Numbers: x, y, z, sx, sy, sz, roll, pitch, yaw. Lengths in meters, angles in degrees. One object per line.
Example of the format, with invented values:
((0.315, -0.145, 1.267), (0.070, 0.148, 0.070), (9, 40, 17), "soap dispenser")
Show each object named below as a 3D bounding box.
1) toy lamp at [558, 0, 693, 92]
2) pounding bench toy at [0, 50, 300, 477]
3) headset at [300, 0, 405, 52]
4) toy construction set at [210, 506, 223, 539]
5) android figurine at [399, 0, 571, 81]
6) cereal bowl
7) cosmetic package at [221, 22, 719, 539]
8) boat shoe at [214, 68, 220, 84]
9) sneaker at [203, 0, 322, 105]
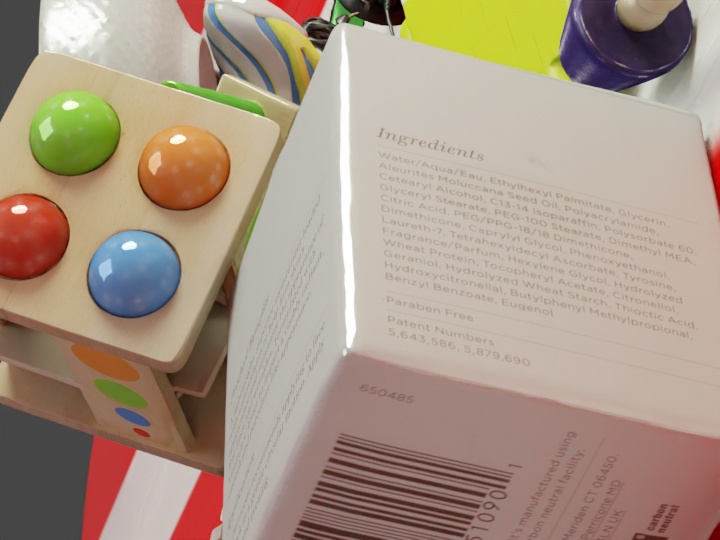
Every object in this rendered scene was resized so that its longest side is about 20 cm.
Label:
((0.134, -0.126, 0.999), (0.200, 0.058, 0.058), (136, 145, -65), "toy lamp")
((-0.093, -0.036, 1.136), (0.156, 0.124, 0.200), (77, -147, -63), "pounding bench toy")
((-0.006, -0.167, 1.582), (0.200, 0.094, 0.124), (-108, 33, -67), "headset")
((0.010, 0.060, 1.149), (0.092, 0.131, 0.200), (11, 81, 60), "toy construction set")
((0.070, -0.136, 1.175), (0.182, 0.041, 0.200), (-43, 54, 49), "android figurine")
((-0.127, -0.087, 1.424), (0.200, 0.083, 0.200), (-6, -90, -87), "cereal bowl")
((0.043, 0.038, 0.970), (0.200, 0.165, 0.165), (-91, 19, -48), "cosmetic package")
((-0.067, -0.098, 1.591), (0.065, 0.202, 0.074), (-53, 45, 29), "boat shoe")
((-0.054, -0.072, 1.493), (0.076, 0.200, 0.105), (6, 48, 49), "sneaker")
